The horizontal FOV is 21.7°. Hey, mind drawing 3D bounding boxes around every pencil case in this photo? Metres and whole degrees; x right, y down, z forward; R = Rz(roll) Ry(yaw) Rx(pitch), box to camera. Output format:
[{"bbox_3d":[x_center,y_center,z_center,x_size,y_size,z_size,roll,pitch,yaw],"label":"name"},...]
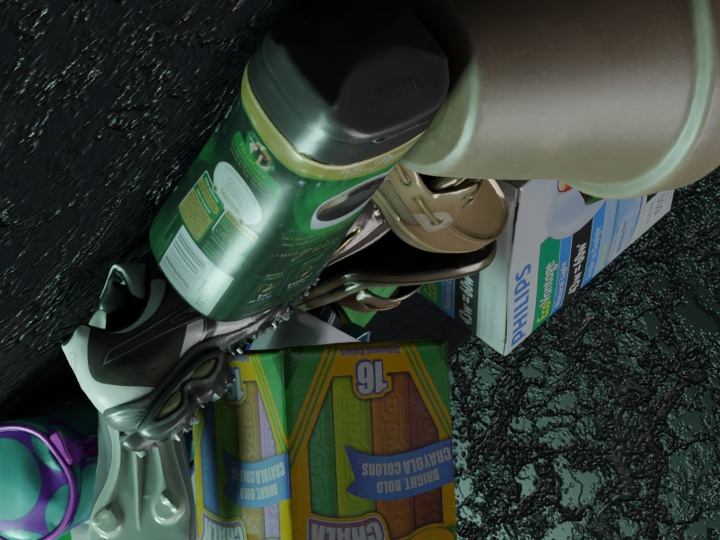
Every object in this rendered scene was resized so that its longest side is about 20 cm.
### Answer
[{"bbox_3d":[-0.183,0.123,1.237,0.092,0.085,0.200,-31,176,18],"label":"pencil case"}]

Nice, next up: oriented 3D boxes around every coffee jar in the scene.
[{"bbox_3d":[-0.035,-0.060,1.010,0.104,0.085,0.200,-27,164,-39],"label":"coffee jar"}]

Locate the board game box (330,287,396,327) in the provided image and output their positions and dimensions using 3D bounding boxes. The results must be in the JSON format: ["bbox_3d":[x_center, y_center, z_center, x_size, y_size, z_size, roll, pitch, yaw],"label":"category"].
[{"bbox_3d":[0.041,-0.051,1.429,0.200,0.023,0.105,-50,154,-11],"label":"board game box"}]

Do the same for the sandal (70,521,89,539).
[{"bbox_3d":[-0.174,0.189,1.336,0.079,0.059,0.207,-6,-176,-43],"label":"sandal"}]

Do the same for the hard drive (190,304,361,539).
[{"bbox_3d":[-0.055,0.133,1.275,0.132,0.025,0.200,30,82,-45],"label":"hard drive"}]

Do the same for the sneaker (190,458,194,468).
[{"bbox_3d":[-0.046,0.122,1.400,0.200,0.070,0.093,-35,176,18],"label":"sneaker"}]

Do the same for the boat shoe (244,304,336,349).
[{"bbox_3d":[-0.085,0.047,1.396,0.200,0.072,0.068,-28,166,-37],"label":"boat shoe"}]

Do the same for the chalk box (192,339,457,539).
[{"bbox_3d":[-0.022,0.146,1.172,0.124,0.200,0.124,-3,178,-33],"label":"chalk box"}]

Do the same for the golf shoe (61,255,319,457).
[{"bbox_3d":[-0.095,0.015,1.099,0.078,0.094,0.200,-37,-170,44],"label":"golf shoe"}]

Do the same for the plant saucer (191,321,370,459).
[{"bbox_3d":[-0.081,0.098,1.395,0.200,0.019,0.070,-31,168,-9],"label":"plant saucer"}]

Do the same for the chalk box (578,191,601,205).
[{"bbox_3d":[0.213,-0.153,1.227,0.200,0.125,0.124,-25,163,-21],"label":"chalk box"}]

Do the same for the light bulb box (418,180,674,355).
[{"bbox_3d":[0.129,-0.082,1.368,0.200,0.125,0.198,-40,151,-26],"label":"light bulb box"}]

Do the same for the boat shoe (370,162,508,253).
[{"bbox_3d":[0.045,-0.059,1.162,0.064,0.071,0.200,-2,163,34],"label":"boat shoe"}]

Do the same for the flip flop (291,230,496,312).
[{"bbox_3d":[0.000,0.000,1.291,0.200,0.081,0.058,-18,139,16],"label":"flip flop"}]

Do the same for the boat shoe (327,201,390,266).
[{"bbox_3d":[-0.030,-0.038,1.214,0.200,0.072,0.060,-37,174,-5],"label":"boat shoe"}]

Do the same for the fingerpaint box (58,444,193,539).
[{"bbox_3d":[-0.176,0.161,1.499,0.200,0.073,0.167,-42,171,-8],"label":"fingerpaint box"}]

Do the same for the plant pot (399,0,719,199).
[{"bbox_3d":[0.097,-0.125,1.048,0.175,0.200,0.200,-16,157,-34],"label":"plant pot"}]

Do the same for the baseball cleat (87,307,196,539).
[{"bbox_3d":[-0.127,0.113,1.162,0.070,0.200,0.106,0,-177,10],"label":"baseball cleat"}]
